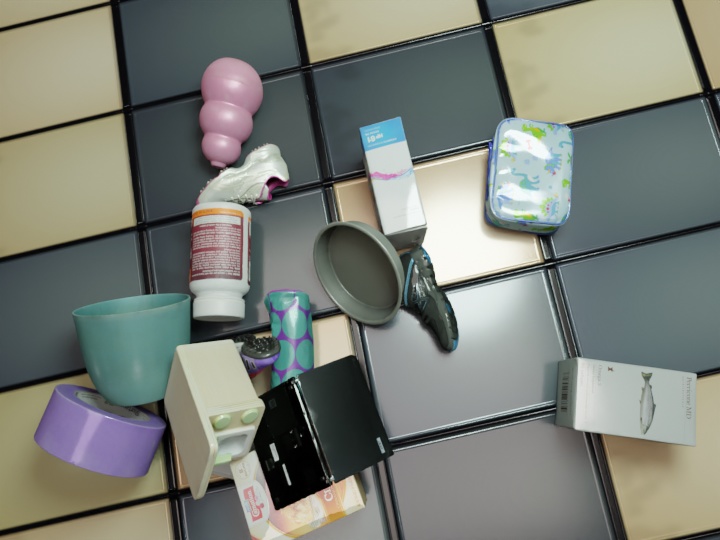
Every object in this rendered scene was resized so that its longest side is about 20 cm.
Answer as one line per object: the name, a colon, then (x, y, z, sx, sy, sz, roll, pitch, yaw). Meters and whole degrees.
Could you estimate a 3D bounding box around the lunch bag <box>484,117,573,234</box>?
lunch bag: (0.313, -0.178, 1.099, 0.155, 0.083, 0.208, 6, 79, 4)

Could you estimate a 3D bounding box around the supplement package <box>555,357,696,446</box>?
supplement package: (0.447, 0.222, 0.996, 0.192, 0.118, 0.121, 6, 79, 4)

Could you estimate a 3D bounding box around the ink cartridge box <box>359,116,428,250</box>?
ink cartridge box: (0.060, -0.150, 1.078, 0.082, 0.145, 0.207, -14, 79, 0)

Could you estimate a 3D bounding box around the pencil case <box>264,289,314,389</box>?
pencil case: (-0.131, 0.142, 1.065, 0.089, 0.085, 0.208, -8, 79, 22)

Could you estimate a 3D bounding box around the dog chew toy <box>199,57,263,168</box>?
dog chew toy: (-0.261, -0.304, 1.147, 0.120, 0.125, 0.208, 10, 88, 6)

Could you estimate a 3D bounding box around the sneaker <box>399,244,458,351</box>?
sneaker: (0.121, 0.059, 1.082, 0.080, 0.073, 0.205, -26, 72, 15)

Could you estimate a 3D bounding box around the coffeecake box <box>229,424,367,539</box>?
coffeecake box: (-0.105, 0.362, 1.000, 0.195, 0.073, 0.158, -23, 78, 0)

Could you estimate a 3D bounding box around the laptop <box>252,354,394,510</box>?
laptop: (-0.075, 0.267, 0.976, 0.197, 0.102, 0.182, -31, 72, 24)

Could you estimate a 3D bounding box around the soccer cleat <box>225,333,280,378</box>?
soccer cleat: (-0.185, 0.156, 1.022, 0.066, 0.198, 0.076, -13, 94, -30)

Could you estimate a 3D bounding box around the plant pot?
plant pot: (-0.393, 0.140, 1.033, 0.193, 0.201, 0.167, -3, 97, 3)

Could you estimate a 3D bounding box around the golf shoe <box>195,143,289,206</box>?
golf shoe: (-0.227, -0.161, 1.137, 0.197, 0.075, 0.093, -35, 82, -2)

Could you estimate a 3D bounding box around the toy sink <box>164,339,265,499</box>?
toy sink: (-0.232, 0.235, 0.945, 0.109, 0.133, 0.201, -2, 40, -35)

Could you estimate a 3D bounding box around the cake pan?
cake pan: (0.000, 0.000, 1.045, 0.200, 0.202, 0.037, 43, 48, 11)

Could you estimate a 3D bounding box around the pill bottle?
pill bottle: (-0.261, -0.013, 1.089, 0.110, 0.114, 0.208, -2, 78, 3)

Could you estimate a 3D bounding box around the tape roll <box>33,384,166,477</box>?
tape roll: (-0.442, 0.273, 1.002, 0.194, 0.200, 0.087, 20, 80, 7)

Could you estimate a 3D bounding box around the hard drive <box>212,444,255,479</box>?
hard drive: (-0.184, 0.318, 1.066, 0.193, 0.026, 0.137, 11, 80, 6)
